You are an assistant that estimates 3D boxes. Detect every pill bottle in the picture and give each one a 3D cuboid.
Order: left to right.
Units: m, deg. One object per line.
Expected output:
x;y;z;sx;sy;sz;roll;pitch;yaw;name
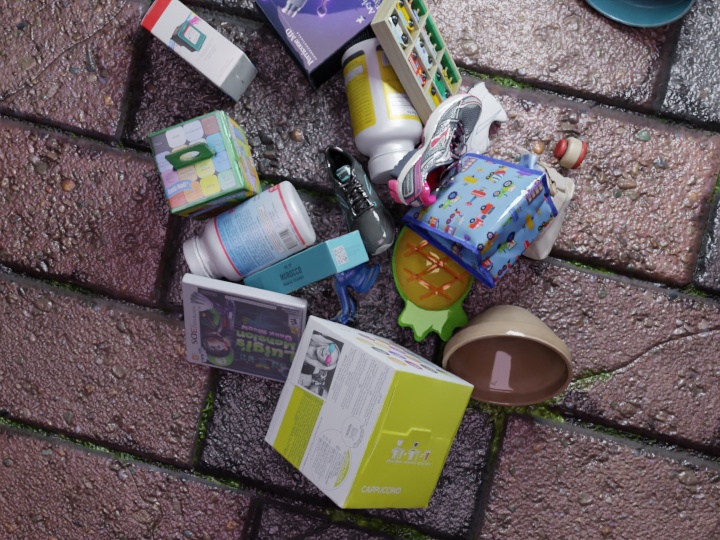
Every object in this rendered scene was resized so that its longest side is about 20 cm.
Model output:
-0.179;-0.052;1.120;0.197;0.109;0.111;-26;90;3;pill bottle
0.038;-0.246;1.089;0.109;0.111;0.205;-10;82;3;pill bottle

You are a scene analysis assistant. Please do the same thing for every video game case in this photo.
-0.186;0.099;1.114;0.195;0.024;0.184;11;131;3;video game case

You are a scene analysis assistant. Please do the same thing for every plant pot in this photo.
0.229;0.121;1.089;0.196;0.203;0.094;11;51;3;plant pot
0.442;-0.511;1.042;0.198;0.200;0.190;32;78;2;plant pot

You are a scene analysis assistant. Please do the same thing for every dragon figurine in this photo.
0.000;0.000;1.135;0.099;0.059;0.201;38;93;1;dragon figurine

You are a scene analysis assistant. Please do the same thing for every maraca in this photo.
0.116;0.010;1.105;0.134;0.107;0.205;1;92;1;maraca

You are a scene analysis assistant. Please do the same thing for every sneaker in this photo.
-0.010;-0.112;1.082;0.075;0.079;0.202;-32;58;8;sneaker
0.126;-0.173;1.030;0.202;0.074;0.081;-56;132;-13;sneaker
0.158;-0.202;1.118;0.087;0.075;0.201;38;94;-4;sneaker

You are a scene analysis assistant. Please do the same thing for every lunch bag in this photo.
0.160;-0.095;1.024;0.151;0.094;0.199;-45;46;-9;lunch bag

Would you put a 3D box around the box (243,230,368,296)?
-0.087;-0.001;1.080;0.198;0.082;0.050;-22;90;40;box

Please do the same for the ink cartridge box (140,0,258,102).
-0.268;-0.366;1.113;0.199;0.116;0.068;38;94;2;ink cartridge box

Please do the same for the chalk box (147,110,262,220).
-0.238;-0.159;1.074;0.122;0.200;0.127;-17;91;4;chalk box

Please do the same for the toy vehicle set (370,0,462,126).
0.090;-0.325;1.049;0.026;0.201;0.126;-4;48;35;toy vehicle set

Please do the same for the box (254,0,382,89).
-0.045;-0.416;1.105;0.199;0.104;0.149;-39;90;3;box

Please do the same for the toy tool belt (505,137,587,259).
0.264;-0.127;1.088;0.121;0.125;0.204;21;92;-6;toy tool belt

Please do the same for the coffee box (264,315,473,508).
0.013;0.213;1.033;0.196;0.198;0.204;24;93;44;coffee box
